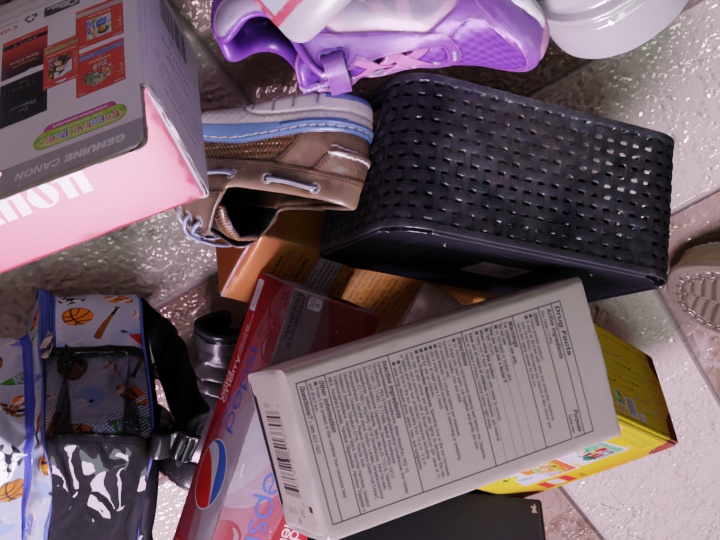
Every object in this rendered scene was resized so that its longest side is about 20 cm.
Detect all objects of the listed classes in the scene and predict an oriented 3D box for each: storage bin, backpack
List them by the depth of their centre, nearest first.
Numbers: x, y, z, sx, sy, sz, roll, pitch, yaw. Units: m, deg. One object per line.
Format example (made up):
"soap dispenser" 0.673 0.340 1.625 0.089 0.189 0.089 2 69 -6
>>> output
"storage bin" 0.086 -0.044 0.784 0.197 0.095 0.135 11 168 -21
"backpack" -0.196 0.112 0.845 0.152 0.192 0.202 11 127 -14

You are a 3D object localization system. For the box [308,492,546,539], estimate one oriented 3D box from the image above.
"box" 0.034 0.236 0.995 0.197 0.080 0.141 9 143 -24

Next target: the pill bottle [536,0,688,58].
"pill bottle" 0.098 -0.213 0.655 0.113 0.115 0.200 -32 131 18

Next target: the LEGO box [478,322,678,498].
"LEGO box" 0.133 0.106 0.932 0.147 0.078 0.199 -24 155 24

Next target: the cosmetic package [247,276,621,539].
"cosmetic package" 0.044 0.080 0.746 0.197 0.105 0.087 -14 179 -20

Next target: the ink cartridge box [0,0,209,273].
"ink cartridge box" -0.189 -0.061 0.668 0.197 0.177 0.084 -20 134 7

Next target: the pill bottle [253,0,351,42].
"pill bottle" -0.058 -0.216 0.580 0.108 0.109 0.200 -39 99 24

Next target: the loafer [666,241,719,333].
"loafer" 0.335 0.005 0.952 0.196 0.069 0.076 3 133 7

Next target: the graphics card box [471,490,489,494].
"graphics card box" 0.031 0.229 1.103 0.199 0.051 0.125 29 121 -32

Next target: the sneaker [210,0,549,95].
"sneaker" 0.003 -0.133 0.679 0.197 0.090 0.081 16 163 7

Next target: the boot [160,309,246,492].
"boot" -0.057 0.098 0.941 0.199 0.069 0.133 4 108 -53

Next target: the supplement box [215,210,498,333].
"supplement box" 0.000 0.000 0.868 0.197 0.067 0.069 15 128 -24

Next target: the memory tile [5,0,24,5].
"memory tile" -0.236 -0.141 0.716 0.151 0.017 0.201 -24 134 10

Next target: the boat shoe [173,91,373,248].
"boat shoe" -0.083 -0.054 0.747 0.198 0.074 0.072 -9 163 36

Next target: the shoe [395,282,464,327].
"shoe" 0.004 0.094 0.848 0.053 0.070 0.200 40 99 -7

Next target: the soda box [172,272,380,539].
"soda box" -0.057 0.109 0.797 0.069 0.063 0.203 19 90 -28
